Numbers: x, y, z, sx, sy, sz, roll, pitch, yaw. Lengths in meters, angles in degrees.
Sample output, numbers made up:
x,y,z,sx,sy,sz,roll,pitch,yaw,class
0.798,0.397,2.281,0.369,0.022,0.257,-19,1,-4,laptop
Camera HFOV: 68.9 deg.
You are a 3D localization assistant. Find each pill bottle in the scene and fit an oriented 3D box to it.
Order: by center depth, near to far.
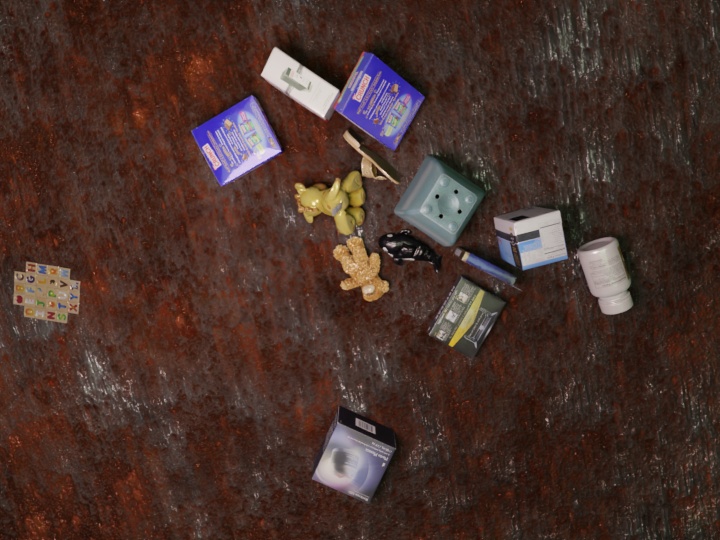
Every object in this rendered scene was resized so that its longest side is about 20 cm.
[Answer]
x,y,z,sx,sy,sz,roll,pitch,yaw,class
0.714,0.016,1.520,0.112,0.114,0.203,-22,99,3,pill bottle

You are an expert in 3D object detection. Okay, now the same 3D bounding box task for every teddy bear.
x,y,z,sx,sy,sz,roll,pitch,yaw,class
0.000,0.000,1.538,0.142,0.067,0.204,-14,99,5,teddy bear

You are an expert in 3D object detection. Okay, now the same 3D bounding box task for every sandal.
x,y,z,sx,sy,sz,roll,pitch,yaw,class
0.019,-0.302,1.497,0.212,0.078,0.070,45,117,-1,sandal

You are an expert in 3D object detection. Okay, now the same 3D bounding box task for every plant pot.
x,y,z,sx,sy,sz,roll,pitch,yaw,class
0.227,-0.187,1.442,0.194,0.200,0.198,32,97,-6,plant pot

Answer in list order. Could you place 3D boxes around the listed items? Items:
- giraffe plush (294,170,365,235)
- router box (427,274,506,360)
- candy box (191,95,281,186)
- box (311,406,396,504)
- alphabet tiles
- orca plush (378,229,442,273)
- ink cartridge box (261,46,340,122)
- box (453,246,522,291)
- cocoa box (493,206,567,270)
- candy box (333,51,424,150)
x,y,z,sx,sy,sz,roll,pitch,yaw,class
-0.095,-0.191,1.474,0.159,0.199,0.177,7,105,28,giraffe plush
0.315,0.140,1.569,0.155,0.052,0.202,29,98,-4,router box
-0.340,-0.359,1.465,0.197,0.077,0.171,-27,100,3,candy box
-0.019,0.562,1.602,0.197,0.123,0.202,24,100,-4,box
-0.940,0.066,1.574,0.195,0.006,0.170,9,100,-2,alphabet tiles
0.146,-0.050,1.528,0.198,0.071,0.106,34,98,-6,orca plush
-0.156,-0.495,1.416,0.198,0.147,0.084,33,99,-5,ink cartridge box
0.371,-0.007,1.511,0.197,0.121,0.033,28,98,-5,box
0.467,-0.093,1.457,0.131,0.200,0.134,-14,100,1,cocoa box
0.050,-0.455,1.420,0.198,0.077,0.171,27,98,-34,candy box
